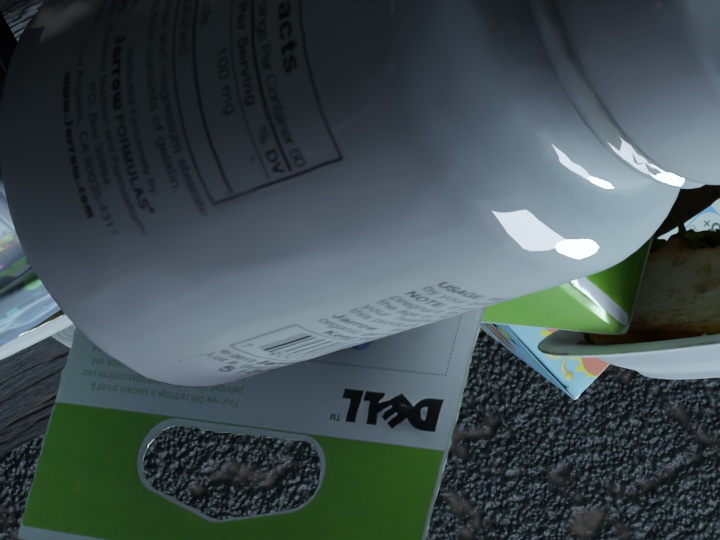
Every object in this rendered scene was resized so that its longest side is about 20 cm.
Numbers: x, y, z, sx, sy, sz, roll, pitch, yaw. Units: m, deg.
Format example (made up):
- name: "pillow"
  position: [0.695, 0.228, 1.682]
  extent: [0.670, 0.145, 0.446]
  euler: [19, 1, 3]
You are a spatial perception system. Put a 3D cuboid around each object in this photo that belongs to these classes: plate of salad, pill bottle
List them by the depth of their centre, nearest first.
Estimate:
- name: "pill bottle"
  position: [0.017, -0.047, 0.669]
  extent: [0.200, 0.115, 0.114]
  euler: [-18, -176, 40]
- name: "plate of salad"
  position: [0.150, -0.004, 0.844]
  extent: [0.200, 0.048, 0.200]
  euler: [-11, -178, 0]

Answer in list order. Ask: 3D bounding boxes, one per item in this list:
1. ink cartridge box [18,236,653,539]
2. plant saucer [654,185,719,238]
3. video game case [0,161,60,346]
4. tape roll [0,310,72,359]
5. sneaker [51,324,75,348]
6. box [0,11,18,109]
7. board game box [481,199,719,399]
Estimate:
- name: "ink cartridge box"
  position: [0.000, 0.000, 0.803]
  extent: [0.148, 0.200, 0.076]
  euler: [5, 162, 36]
- name: "plant saucer"
  position: [0.054, -0.082, 0.929]
  extent: [0.200, 0.200, 0.035]
  euler: [-27, 134, -3]
- name: "video game case"
  position: [-0.173, 0.035, 0.778]
  extent: [0.200, 0.023, 0.182]
  euler: [-32, 172, -2]
- name: "tape roll"
  position: [-0.123, -0.019, 1.025]
  extent: [0.202, 0.071, 0.202]
  euler: [-27, 176, -2]
- name: "sneaker"
  position: [-0.054, -0.048, 1.180]
  extent: [0.199, 0.081, 0.115]
  euler: [-35, -170, 5]
- name: "box"
  position: [-0.196, 0.001, 0.739]
  extent: [0.158, 0.048, 0.200]
  euler: [-24, 168, -42]
- name: "board game box"
  position: [0.065, -0.037, 1.210]
  extent: [0.103, 0.105, 0.200]
  euler: [-45, -161, -2]
